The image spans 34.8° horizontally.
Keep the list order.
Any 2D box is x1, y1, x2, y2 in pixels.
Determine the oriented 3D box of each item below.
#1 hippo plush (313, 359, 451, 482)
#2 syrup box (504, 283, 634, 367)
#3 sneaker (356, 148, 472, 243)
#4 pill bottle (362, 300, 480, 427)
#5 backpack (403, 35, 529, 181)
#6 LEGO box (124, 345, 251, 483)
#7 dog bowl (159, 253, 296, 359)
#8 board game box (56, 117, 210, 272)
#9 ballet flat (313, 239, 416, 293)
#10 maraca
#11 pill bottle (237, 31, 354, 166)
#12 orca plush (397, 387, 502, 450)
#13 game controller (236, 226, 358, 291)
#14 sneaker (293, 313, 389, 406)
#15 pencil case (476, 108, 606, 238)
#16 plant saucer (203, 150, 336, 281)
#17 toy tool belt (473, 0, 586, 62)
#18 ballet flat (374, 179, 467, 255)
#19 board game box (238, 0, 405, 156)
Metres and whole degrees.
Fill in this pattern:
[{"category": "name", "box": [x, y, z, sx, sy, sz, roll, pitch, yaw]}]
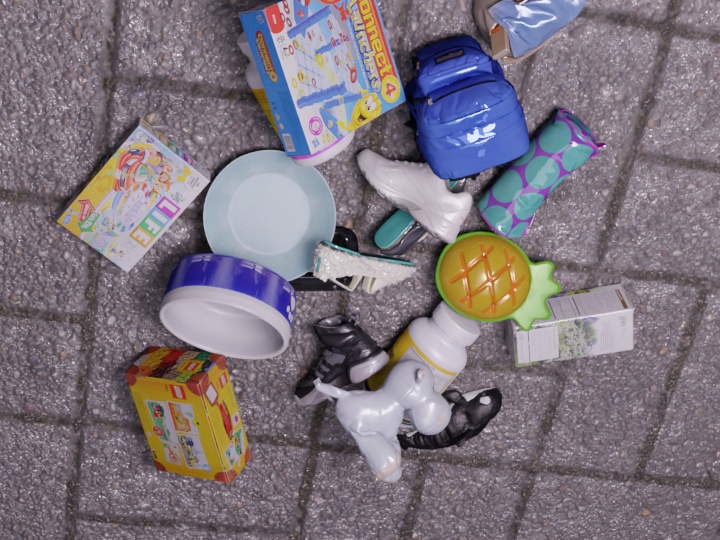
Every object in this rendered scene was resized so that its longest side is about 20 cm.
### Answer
[{"category": "hippo plush", "box": [0.047, 0.206, 1.766, 0.160, 0.159, 0.201, -34, 91, -4]}, {"category": "syrup box", "box": [0.337, 0.089, 1.860, 0.197, 0.082, 0.080, -9, 121, -1]}, {"category": "sneaker", "box": [0.084, -0.129, 1.691, 0.199, 0.078, 0.100, 38, 91, 17]}, {"category": "pill bottle", "box": [0.100, 0.148, 1.850, 0.111, 0.112, 0.201, 31, 111, -20]}, {"category": "backpack", "box": [0.139, -0.222, 1.603, 0.161, 0.201, 0.169, -22, 119, 7]}, {"category": "LEGO box", "box": [-0.274, 0.231, 1.841, 0.147, 0.077, 0.202, 5, 123, 27]}, {"category": "dog bowl", "box": [-0.197, 0.056, 1.731, 0.197, 0.080, 0.201, 10, 153, 5]}, {"category": "board game box", "box": [-0.336, -0.110, 1.709, 0.134, 0.034, 0.200, 37, 109, -23]}, {"category": "ballet flat", "box": [0.000, 0.000, 1.750, 0.199, 0.072, 0.072, 12, 120, -43]}, {"category": "maraca", "box": [0.213, 0.017, 1.787, 0.198, 0.107, 0.139, 20, 99, -6]}, {"category": "pill bottle", "box": [-0.094, -0.254, 1.616, 0.103, 0.105, 0.201, -26, 118, 9]}, {"category": "orca plush", "box": [0.152, 0.266, 1.942, 0.198, 0.071, 0.106, -15, 119, 3]}, {"category": "game controller", "box": [-0.102, -0.018, 1.787, 0.197, 0.042, 0.106, 0, 104, -6]}, {"category": "sneaker", "box": [-0.049, 0.138, 1.854, 0.199, 0.075, 0.115, -30, 89, 37]}, {"category": "pencil case", "box": [0.268, -0.142, 1.725, 0.092, 0.085, 0.200, 38, 110, -6]}, {"category": "plant saucer", "box": [-0.136, -0.082, 1.727, 0.198, 0.039, 0.204, -1, 103, -5]}, {"category": "toy tool belt", "box": [0.252, -0.369, 1.578, 0.199, 0.123, 0.125, -37, 116, 14]}, {"category": "ballet flat", "box": [0.104, -0.097, 1.750, 0.073, 0.073, 0.200, 39, 102, -23]}, {"category": "board game box", "box": [-0.046, -0.284, 1.549, 0.195, 0.056, 0.202, -34, 115, -36]}]
